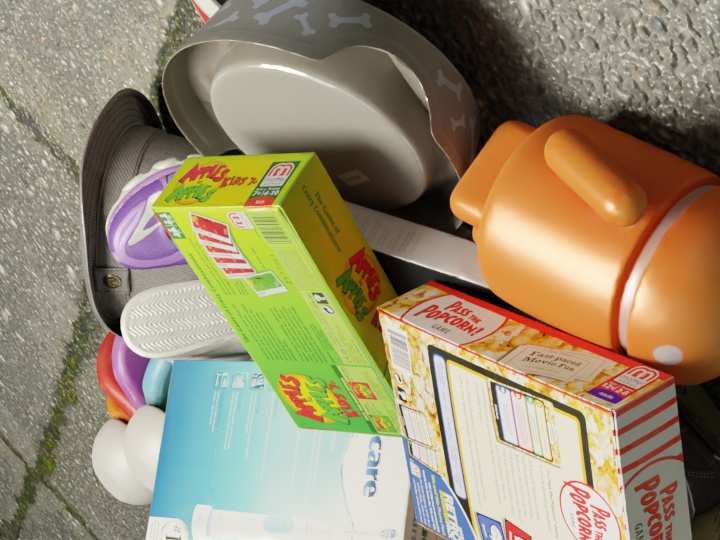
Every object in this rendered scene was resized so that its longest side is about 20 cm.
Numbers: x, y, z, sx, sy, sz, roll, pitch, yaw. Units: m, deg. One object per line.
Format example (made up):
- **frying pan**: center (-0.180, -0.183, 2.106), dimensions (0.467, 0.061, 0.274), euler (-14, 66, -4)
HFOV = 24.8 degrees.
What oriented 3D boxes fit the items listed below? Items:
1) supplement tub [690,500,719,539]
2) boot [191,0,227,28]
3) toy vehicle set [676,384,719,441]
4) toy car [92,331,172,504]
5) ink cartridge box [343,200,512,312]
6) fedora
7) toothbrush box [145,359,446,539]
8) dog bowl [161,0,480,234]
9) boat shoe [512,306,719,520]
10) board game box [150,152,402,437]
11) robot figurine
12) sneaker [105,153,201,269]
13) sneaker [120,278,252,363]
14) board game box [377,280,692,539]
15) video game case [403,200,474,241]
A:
- **supplement tub**: center (0.235, 0.185, 0.937), dimensions (0.200, 0.145, 0.145), euler (-13, 114, 44)
- **boot**: center (-0.099, -0.174, 1.105), dimensions (0.200, 0.072, 0.144), euler (54, 153, -13)
- **toy vehicle set**: center (0.159, 0.067, 1.058), dimensions (0.200, 0.027, 0.124), euler (54, 152, -7)
- **toy car**: center (-0.154, 0.097, 1.395), dimensions (0.150, 0.175, 0.200), euler (56, 152, -5)
- **ink cartridge box**: center (0.000, 0.000, 1.029), dimensions (0.200, 0.037, 0.095), euler (20, 145, 21)
- **fedora**: center (-0.148, -0.037, 1.280), dimensions (0.090, 0.177, 0.200), euler (8, 120, 12)
- **toothbrush box**: center (-0.037, 0.142, 1.136), dimensions (0.199, 0.147, 0.085), euler (-2, 163, 27)
- **dog bowl**: center (-0.018, -0.095, 0.988), dimensions (0.200, 0.059, 0.200), euler (22, 156, 10)
- **boat shoe**: center (0.153, 0.063, 0.956), dimensions (0.070, 0.066, 0.200), euler (79, 164, -44)
- **board game box**: center (-0.033, 0.018, 1.004), dimensions (0.101, 0.048, 0.200), euler (1, 135, 37)
- **robot figurine**: center (0.144, -0.012, 0.890), dimensions (0.200, 0.116, 0.144), euler (30, 131, 34)
- **sneaker**: center (-0.096, -0.039, 1.157), dimensions (0.199, 0.083, 0.081), euler (-14, 115, 21)
- **sneaker**: center (-0.067, 0.032, 1.212), dimensions (0.116, 0.199, 0.074), euler (60, -155, -81)
- **board game box**: center (0.096, 0.105, 0.915), dimensions (0.200, 0.046, 0.152), euler (23, 131, 51)
- **video game case**: center (0.061, 0.029, 1.120), dimensions (0.143, 0.018, 0.200), euler (43, 158, 53)
